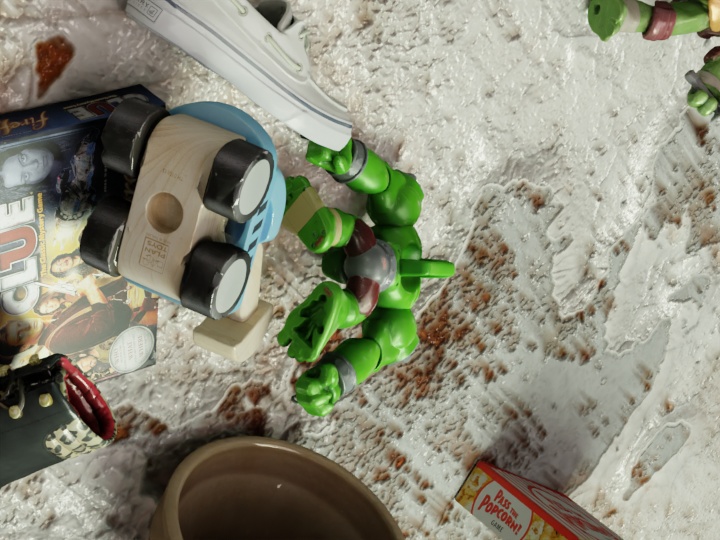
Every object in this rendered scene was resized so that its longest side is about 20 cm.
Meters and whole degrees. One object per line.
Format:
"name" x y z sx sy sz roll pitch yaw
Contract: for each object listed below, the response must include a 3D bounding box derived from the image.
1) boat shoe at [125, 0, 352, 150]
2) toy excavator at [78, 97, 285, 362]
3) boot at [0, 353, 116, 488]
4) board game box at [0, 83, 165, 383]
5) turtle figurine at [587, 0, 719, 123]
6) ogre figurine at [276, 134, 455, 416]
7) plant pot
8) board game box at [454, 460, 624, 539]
"boat shoe" -0.061 -0.144 1.154 0.200 0.074 0.067 31 96 -47
"toy excavator" -0.093 -0.018 1.163 0.200 0.100 0.195 -23 131 -65
"boot" -0.257 0.084 1.084 0.153 0.074 0.204 -25 143 11
"board game box" -0.194 -0.011 1.151 0.135 0.035 0.201 -18 127 -34
"turtle figurine" 0.290 -0.193 1.376 0.193 0.201 0.144 10 150 -24
"ogre figurine" 0.000 0.000 1.286 0.120 0.098 0.201 2 71 -49
"plant pot" -0.084 0.253 1.341 0.200 0.200 0.175 -6 139 -40
"board game box" 0.198 0.253 1.568 0.151 0.200 0.046 26 97 -49
